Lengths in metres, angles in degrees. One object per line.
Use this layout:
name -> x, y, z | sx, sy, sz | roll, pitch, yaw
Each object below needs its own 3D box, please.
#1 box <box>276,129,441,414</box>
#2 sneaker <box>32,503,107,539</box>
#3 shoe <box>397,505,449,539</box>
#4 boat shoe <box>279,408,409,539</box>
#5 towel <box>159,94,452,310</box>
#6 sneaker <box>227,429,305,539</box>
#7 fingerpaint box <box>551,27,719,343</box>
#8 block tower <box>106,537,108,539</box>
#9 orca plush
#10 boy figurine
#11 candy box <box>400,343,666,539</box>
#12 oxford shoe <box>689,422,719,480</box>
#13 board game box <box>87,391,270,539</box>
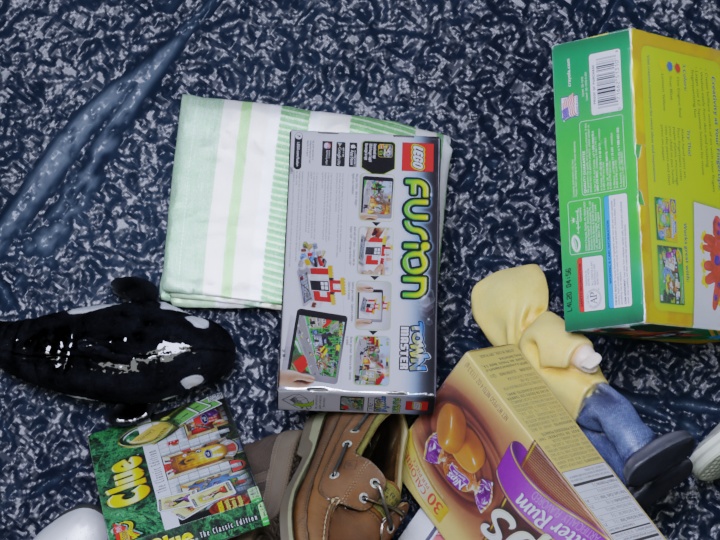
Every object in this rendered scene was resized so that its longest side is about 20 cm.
box -> 0.000, 0.000, 1.729 | 0.109, 0.035, 0.201 | 3, 64, -1
sneaker -> -0.237, 0.244, 1.700 | 0.067, 0.108, 0.202 | 42, 83, 3
shoe -> 0.025, 0.268, 1.727 | 0.091, 0.072, 0.201 | 34, 79, 6
boat shoe -> -0.006, 0.154, 1.663 | 0.068, 0.201, 0.072 | -20, 125, 18
towel -> -0.038, -0.040, 1.791 | 0.199, 0.023, 0.154 | 6, 81, 0
sneaker -> -0.079, 0.186, 1.678 | 0.075, 0.200, 0.071 | -16, 115, 23
fingerpaint box -> 0.211, -0.054, 1.732 | 0.073, 0.166, 0.202 | -8, 81, 41
block tower -> -0.180, 0.263, 1.670 | 0.054, 0.058, 0.201 | 35, 85, -37
orca plush -> -0.189, 0.043, 1.738 | 0.199, 0.071, 0.106 | 19, 79, 7
boy figurine -> 0.150, 0.078, 1.742 | 0.064, 0.125, 0.200 | -30, 57, -13
candy box -> 0.116, 0.163, 1.694 | 0.200, 0.056, 0.117 | 54, 128, 26
oxford shoe -> 0.302, 0.072, 1.769 | 0.200, 0.075, 0.058 | -43, 69, -6
board game box -> -0.126, 0.140, 1.680 | 0.104, 0.200, 0.024 | -20, 110, -5
